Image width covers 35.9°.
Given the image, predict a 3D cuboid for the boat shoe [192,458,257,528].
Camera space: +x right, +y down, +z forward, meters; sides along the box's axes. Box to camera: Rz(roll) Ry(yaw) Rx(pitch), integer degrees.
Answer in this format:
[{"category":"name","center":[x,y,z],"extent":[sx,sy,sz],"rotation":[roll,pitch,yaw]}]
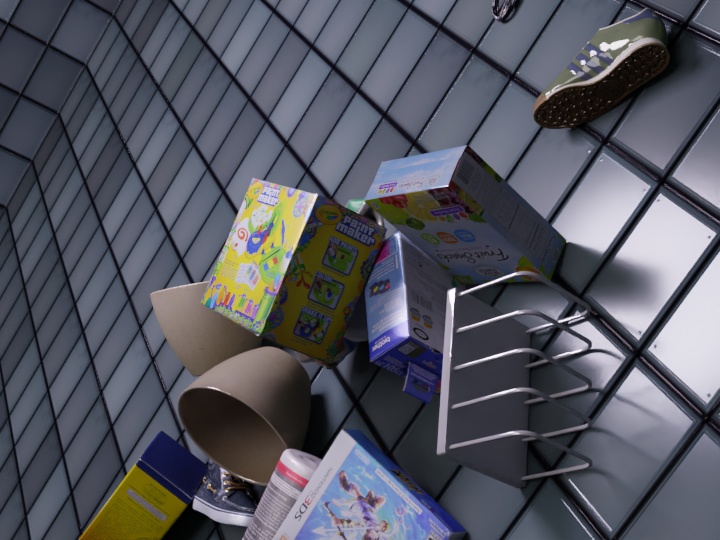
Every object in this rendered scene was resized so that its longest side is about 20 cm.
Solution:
[{"category":"boat shoe","center":[-0.196,0.339,1.703],"extent":[0.199,0.070,0.092],"rotation":[0,73,57]}]

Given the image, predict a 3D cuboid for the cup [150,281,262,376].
[{"category":"cup","center":[-0.236,0.095,1.831],"extent":[0.199,0.199,0.145],"rotation":[-15,84,50]}]

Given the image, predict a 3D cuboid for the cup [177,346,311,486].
[{"category":"cup","center":[-0.152,0.198,1.654],"extent":[0.199,0.201,0.144],"rotation":[-21,25,47]}]

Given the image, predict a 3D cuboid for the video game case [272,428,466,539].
[{"category":"video game case","center":[0.005,0.330,1.377],"extent":[0.200,0.045,0.182],"rotation":[39,104,31]}]

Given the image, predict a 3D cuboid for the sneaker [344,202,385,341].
[{"category":"sneaker","center":[0.000,0.000,1.519],"extent":[0.081,0.075,0.202],"rotation":[112,163,-57]}]

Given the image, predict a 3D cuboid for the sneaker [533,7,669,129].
[{"category":"sneaker","center":[0.305,-0.258,1.405],"extent":[0.199,0.067,0.091],"rotation":[-29,39,42]}]

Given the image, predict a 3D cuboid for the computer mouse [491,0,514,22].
[{"category":"computer mouse","center":[0.252,-0.461,1.645],"extent":[0.059,0.034,0.202],"rotation":[41,109,39]}]

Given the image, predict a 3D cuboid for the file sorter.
[{"category":"file sorter","center":[0.182,0.121,1.255],"extent":[0.124,0.138,0.202],"rotation":[-23,51,43]}]

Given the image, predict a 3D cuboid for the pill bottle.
[{"category":"pill bottle","center":[-0.097,0.357,1.516],"extent":[0.110,0.110,0.202],"rotation":[25,90,57]}]

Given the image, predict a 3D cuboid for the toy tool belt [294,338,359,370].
[{"category":"toy tool belt","center":[-0.010,0.053,1.601],"extent":[0.122,0.126,0.200],"rotation":[7,47,49]}]

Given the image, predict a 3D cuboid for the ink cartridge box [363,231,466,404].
[{"category":"ink cartridge box","center":[0.077,0.069,1.434],"extent":[0.076,0.136,0.202],"rotation":[-34,43,32]}]

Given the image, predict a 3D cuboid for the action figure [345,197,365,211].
[{"category":"action figure","center":[0.085,-0.097,1.590],"extent":[0.198,0.055,0.118],"rotation":[-5,20,39]}]

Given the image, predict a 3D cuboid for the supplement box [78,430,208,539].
[{"category":"supplement box","center":[-0.355,0.386,1.831],"extent":[0.201,0.109,0.109],"rotation":[-51,3,20]}]

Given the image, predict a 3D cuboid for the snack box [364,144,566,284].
[{"category":"snack box","center":[0.130,-0.062,1.385],"extent":[0.168,0.199,0.068],"rotation":[-5,54,54]}]

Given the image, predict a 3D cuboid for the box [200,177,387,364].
[{"category":"box","center":[-0.094,-0.004,1.488],"extent":[0.199,0.121,0.195],"rotation":[20,87,59]}]
